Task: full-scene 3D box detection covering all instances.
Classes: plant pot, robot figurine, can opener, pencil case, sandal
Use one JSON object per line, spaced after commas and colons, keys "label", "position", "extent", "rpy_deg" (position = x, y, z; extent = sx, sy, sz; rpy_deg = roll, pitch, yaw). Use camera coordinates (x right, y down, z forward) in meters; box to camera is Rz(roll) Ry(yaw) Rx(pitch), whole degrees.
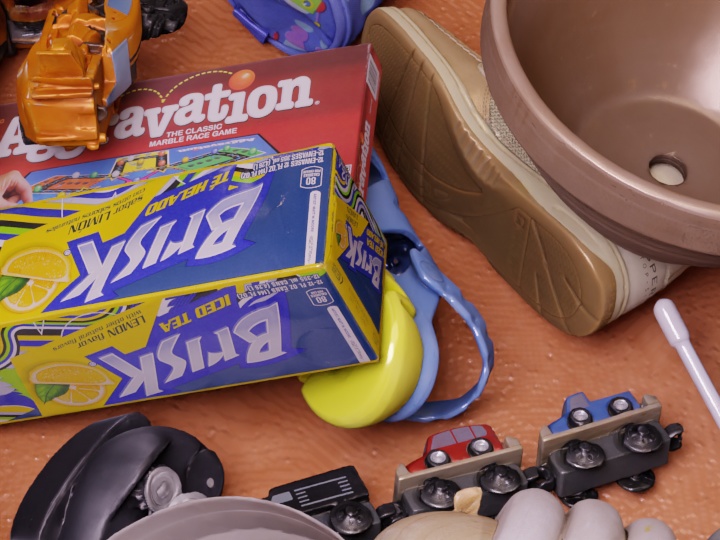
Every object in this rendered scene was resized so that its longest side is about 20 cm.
{"label": "plant pot", "position": [0.143, -0.069, 1.041], "extent": [0.199, 0.093, 0.202], "rpy_deg": [6, 50, -7]}
{"label": "robot figurine", "position": [-0.153, -0.107, 1.095], "extent": [0.144, 0.059, 0.200], "rpy_deg": [-4, 27, 2]}
{"label": "can opener", "position": [-0.115, 0.140, 0.960], "extent": [0.063, 0.078, 0.201], "rpy_deg": [44, 52, -23]}
{"label": "pencil case", "position": [0.004, -0.184, 1.209], "extent": [0.078, 0.087, 0.200], "rpy_deg": [47, 54, -12]}
{"label": "sandal", "position": [0.000, 0.000, 1.078], "extent": [0.087, 0.080, 0.201], "rpy_deg": [21, 35, -37]}

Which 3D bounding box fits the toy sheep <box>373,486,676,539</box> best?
{"label": "toy sheep", "position": [0.089, 0.155, 0.926], "extent": [0.199, 0.138, 0.138], "rpy_deg": [33, 53, -1]}

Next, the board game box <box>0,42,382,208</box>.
{"label": "board game box", "position": [-0.091, -0.043, 1.070], "extent": [0.198, 0.020, 0.104], "rpy_deg": [-8, 48, 17]}

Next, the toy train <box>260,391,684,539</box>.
{"label": "toy train", "position": [0.044, 0.089, 1.032], "extent": [0.198, 0.034, 0.046], "rpy_deg": [-14, 43, -17]}

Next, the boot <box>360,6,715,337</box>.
{"label": "boot", "position": [0.106, -0.067, 1.139], "extent": [0.155, 0.073, 0.200], "rpy_deg": [-22, 51, -28]}

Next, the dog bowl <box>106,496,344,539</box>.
{"label": "dog bowl", "position": [-0.047, 0.185, 0.863], "extent": [0.199, 0.059, 0.202], "rpy_deg": [-16, 61, 30]}

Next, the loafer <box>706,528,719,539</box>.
{"label": "loafer", "position": [0.208, 0.179, 0.964], "extent": [0.069, 0.075, 0.200], "rpy_deg": [-29, 71, -29]}

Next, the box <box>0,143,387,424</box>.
{"label": "box", "position": [-0.092, 0.009, 0.997], "extent": [0.198, 0.070, 0.065], "rpy_deg": [-11, 51, 18]}

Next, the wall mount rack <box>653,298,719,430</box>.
{"label": "wall mount rack", "position": [0.227, 0.061, 1.056], "extent": [0.199, 0.075, 0.174], "rpy_deg": [-22, 39, -25]}
